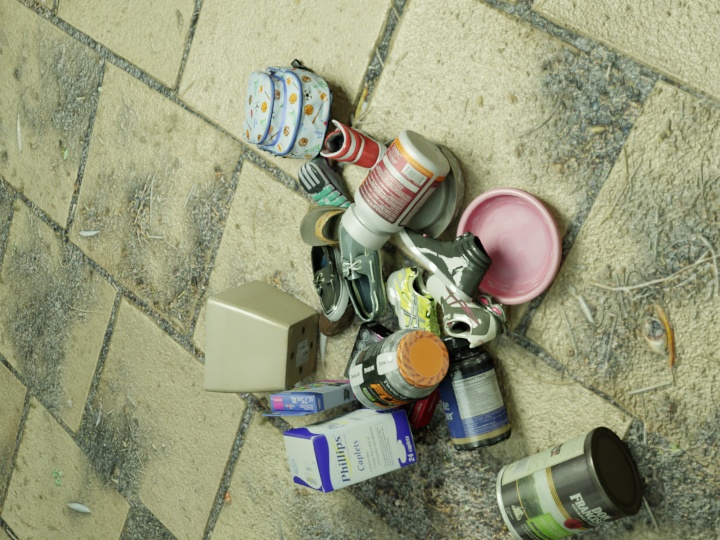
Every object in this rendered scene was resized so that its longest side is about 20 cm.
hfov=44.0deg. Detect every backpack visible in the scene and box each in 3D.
[{"bbox_3d":[-0.138,-0.307,1.731,0.190,0.152,0.203,22,112,51],"label":"backpack"}]

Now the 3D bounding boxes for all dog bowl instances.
[{"bbox_3d":[0.106,-0.151,1.653,0.198,0.058,0.204,6,101,36],"label":"dog bowl"}]

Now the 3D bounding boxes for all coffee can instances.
[{"bbox_3d":[0.350,0.367,1.503,0.199,0.145,0.148,-33,78,36],"label":"coffee can"}]

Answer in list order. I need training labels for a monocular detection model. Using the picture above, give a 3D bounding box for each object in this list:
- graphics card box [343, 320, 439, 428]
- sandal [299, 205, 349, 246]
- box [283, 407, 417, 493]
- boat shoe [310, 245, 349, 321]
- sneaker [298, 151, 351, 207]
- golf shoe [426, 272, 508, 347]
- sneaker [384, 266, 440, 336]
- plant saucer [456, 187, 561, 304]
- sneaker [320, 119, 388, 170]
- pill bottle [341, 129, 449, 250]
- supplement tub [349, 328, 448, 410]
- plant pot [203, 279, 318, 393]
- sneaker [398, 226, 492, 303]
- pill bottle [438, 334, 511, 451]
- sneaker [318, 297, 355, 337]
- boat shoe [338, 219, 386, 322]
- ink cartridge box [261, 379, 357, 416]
[{"bbox_3d":[0.068,0.200,1.746,0.199,0.051,0.127,33,116,29],"label":"graphics card box"},{"bbox_3d":[-0.045,-0.079,1.710,0.198,0.055,0.083,1,118,36],"label":"sandal"},{"bbox_3d":[-0.024,0.337,1.707,0.183,0.197,0.107,-18,86,67],"label":"box"},{"bbox_3d":[-0.067,0.020,1.743,0.069,0.056,0.201,-49,29,27],"label":"boat shoe"},{"bbox_3d":[-0.040,-0.141,1.766,0.074,0.088,0.201,-20,109,36],"label":"sneaker"},{"bbox_3d":[0.171,0.064,1.586,0.199,0.088,0.078,33,151,47],"label":"golf shoe"},{"bbox_3d":[0.113,0.088,1.678,0.076,0.075,0.202,-31,80,37],"label":"sneaker"},{"bbox_3d":[0.264,-0.044,1.558,0.198,0.051,0.204,8,103,36],"label":"plant saucer"},{"bbox_3d":[-0.037,-0.241,1.674,0.200,0.111,0.072,30,102,59],"label":"sneaker"},{"bbox_3d":[0.058,-0.139,1.575,0.110,0.109,0.201,49,116,19],"label":"pill bottle"},{"bbox_3d":[0.070,0.176,1.595,0.200,0.121,0.124,-36,75,60],"label":"supplement tub"},{"bbox_3d":[-0.195,0.147,1.857,0.174,0.199,0.204,10,104,23],"label":"plant pot"},{"bbox_3d":[0.155,-0.039,1.572,0.100,0.071,0.200,-50,56,7],"label":"sneaker"},{"bbox_3d":[0.197,0.214,1.613,0.111,0.111,0.203,-17,87,37],"label":"pill bottle"},{"bbox_3d":[-0.038,0.062,1.785,0.071,0.075,0.201,50,122,19],"label":"sneaker"},{"bbox_3d":[0.000,0.000,1.664,0.072,0.062,0.203,-9,105,24],"label":"boat shoe"},{"bbox_3d":[-0.093,0.253,1.781,0.118,0.199,0.043,-5,94,36],"label":"ink cartridge box"}]
